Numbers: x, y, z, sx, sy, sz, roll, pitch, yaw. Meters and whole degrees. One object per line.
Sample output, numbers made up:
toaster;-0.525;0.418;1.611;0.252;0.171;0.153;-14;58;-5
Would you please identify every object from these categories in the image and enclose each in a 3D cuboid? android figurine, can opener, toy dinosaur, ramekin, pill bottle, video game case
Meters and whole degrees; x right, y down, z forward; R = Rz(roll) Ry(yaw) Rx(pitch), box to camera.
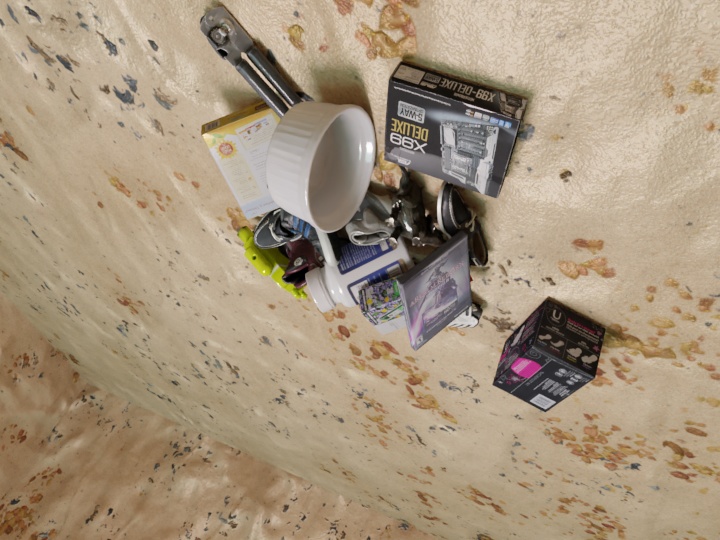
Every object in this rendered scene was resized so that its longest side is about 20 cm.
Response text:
android figurine;-0.189;-0.014;1.347;0.200;0.041;0.182;48;-173;9
can opener;-0.182;-0.339;1.000;0.200;0.053;0.067;46;176;-24
toy dinosaur;0.084;-0.105;1.056;0.076;0.103;0.203;-14;115;34
ramekin;-0.065;-0.173;0.986;0.096;0.202;0.203;21;148;26
pill bottle;0.000;0.000;1.153;0.197;0.112;0.112;-26;131;4
video game case;0.132;0.040;1.048;0.019;0.142;0.202;43;161;35

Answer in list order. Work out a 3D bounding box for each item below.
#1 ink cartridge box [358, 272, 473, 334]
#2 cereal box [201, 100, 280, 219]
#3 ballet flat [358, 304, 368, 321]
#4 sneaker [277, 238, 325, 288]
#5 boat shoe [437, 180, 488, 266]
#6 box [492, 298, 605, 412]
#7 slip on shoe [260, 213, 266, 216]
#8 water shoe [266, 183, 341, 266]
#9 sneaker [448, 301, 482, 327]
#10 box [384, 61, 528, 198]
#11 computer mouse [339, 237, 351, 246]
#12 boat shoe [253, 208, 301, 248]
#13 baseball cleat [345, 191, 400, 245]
ink cartridge box;0.105;0.047;1.104;0.196;0.051;0.109;-20;147;15
cereal box;-0.185;-0.200;1.118;0.141;0.040;0.202;-19;134;3
ballet flat;0.028;0.072;1.281;0.069;0.067;0.200;-5;-177;-1
sneaker;-0.139;-0.022;1.262;0.198;0.116;0.076;5;137;51
boat shoe;0.176;-0.073;1.039;0.059;0.075;0.202;9;145;28
box;0.362;0.169;1.183;0.130;0.116;0.201;26;149;3
slip on shoe;-0.207;-0.185;1.196;0.060;0.075;0.203;13;139;19
water shoe;-0.101;-0.091;1.108;0.078;0.071;0.203;-27;84;15
sneaker;0.191;0.049;1.213;0.112;0.077;0.202;8;147;10
box;0.134;-0.207;0.912;0.196;0.050;0.159;22;147;13
computer mouse;-0.027;-0.037;1.276;0.198;0.053;0.140;33;152;19
boat shoe;-0.149;-0.095;1.218;0.198;0.061;0.076;-32;103;29
baseball cleat;-0.021;-0.110;1.108;0.196;0.108;0.070;19;150;23
